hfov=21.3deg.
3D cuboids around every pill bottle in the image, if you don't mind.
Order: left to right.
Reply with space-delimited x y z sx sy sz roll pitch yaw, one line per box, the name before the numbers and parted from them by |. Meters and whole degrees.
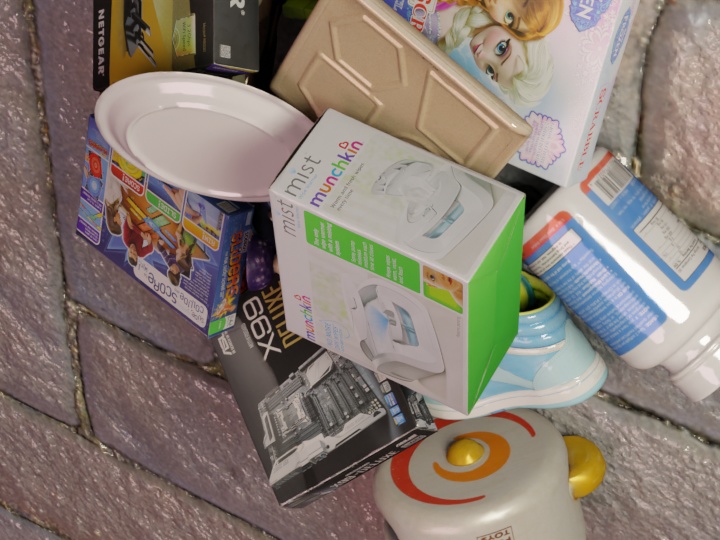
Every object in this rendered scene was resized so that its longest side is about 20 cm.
pill bottle | 0.222 0.007 1.520 0.200 0.112 0.112 45 141 0

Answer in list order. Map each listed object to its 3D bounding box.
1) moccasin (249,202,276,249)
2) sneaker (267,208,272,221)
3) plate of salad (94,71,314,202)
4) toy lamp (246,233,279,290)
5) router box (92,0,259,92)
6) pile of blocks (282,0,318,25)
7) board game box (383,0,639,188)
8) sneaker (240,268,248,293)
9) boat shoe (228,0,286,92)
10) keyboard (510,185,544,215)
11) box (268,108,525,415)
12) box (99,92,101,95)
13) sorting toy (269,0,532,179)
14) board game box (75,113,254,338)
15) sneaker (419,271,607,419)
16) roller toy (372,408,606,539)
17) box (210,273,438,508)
moccasin | -0.080 -0.099 1.734 0.068 0.081 0.200 5 141 32
sneaker | 0.005 -0.027 1.636 0.200 0.076 0.116 -9 113 53
plate of salad | -0.118 -0.115 1.563 0.199 0.048 0.200 9 154 4
toy lamp | 0.000 0.000 1.696 0.199 0.058 0.058 2 130 8
router box | -0.154 -0.253 1.582 0.157 0.052 0.201 -7 82 44
pile of blocks | -0.029 -0.245 1.556 0.082 0.062 0.200 32 139 15
board game box | 0.105 -0.192 1.449 0.199 0.041 0.201 24 116 23
sneaker | -0.083 0.037 1.854 0.202 0.067 0.108 50 140 -12
boat shoe | -0.113 -0.192 1.627 0.075 0.075 0.203 17 104 10
keyboard | 0.089 -0.058 1.653 0.199 0.040 0.104 -5 142 44
box | 0.031 -0.006 1.493 0.176 0.097 0.200 25 151 17
box | -0.177 -0.193 1.751 0.136 0.039 0.201 27 138 21
sorting toy | 0.030 -0.128 1.455 0.185 0.037 0.200 40 153 1
board game box | -0.185 -0.046 1.776 0.200 0.034 0.136 36 129 31
sneaker | 0.111 0.059 1.694 0.199 0.080 0.131 -11 119 35
roller toy | 0.110 0.213 1.745 0.199 0.182 0.140 10 129 36
box | -0.039 0.094 1.755 0.157 0.050 0.201 -31 70 20
